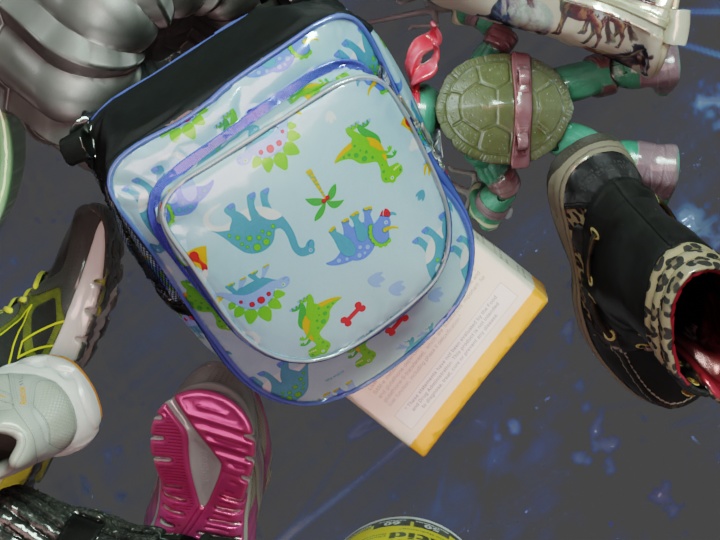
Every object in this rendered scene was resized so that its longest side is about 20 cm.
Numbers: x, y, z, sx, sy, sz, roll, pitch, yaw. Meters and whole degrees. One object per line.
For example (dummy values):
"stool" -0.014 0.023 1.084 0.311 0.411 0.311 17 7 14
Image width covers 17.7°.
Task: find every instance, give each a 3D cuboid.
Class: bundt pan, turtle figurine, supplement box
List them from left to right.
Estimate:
"bundt pan" -0.114 -0.134 1.343 0.202 0.202 0.076 -48 52 8
"supplement box" 0.000 0.000 1.413 0.200 0.074 0.126 39 97 -2
"turtle figurine" 0.090 -0.093 1.388 0.198 0.101 0.151 2 103 -4

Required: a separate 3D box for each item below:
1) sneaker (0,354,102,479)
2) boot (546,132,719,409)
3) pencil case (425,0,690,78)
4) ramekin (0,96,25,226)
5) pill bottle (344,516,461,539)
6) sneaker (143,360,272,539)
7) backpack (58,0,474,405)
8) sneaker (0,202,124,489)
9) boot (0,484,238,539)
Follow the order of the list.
"sneaker" -0.258 0.098 1.380 0.199 0.092 0.076 -14 99 29
"boot" 0.182 0.030 1.335 0.073 0.151 0.201 -27 125 -8
"pencil case" 0.092 -0.173 1.325 0.199 0.090 0.078 17 114 -1
"ramekin" -0.300 -0.076 1.416 0.198 0.098 0.202 1 97 5
"pill bottle" 0.021 0.220 1.374 0.110 0.200 0.112 0 97 4
"sneaker" -0.092 0.142 1.437 0.081 0.088 0.201 17 120 5
"backpack" -0.033 -0.029 1.279 0.182 0.147 0.201 -34 119 -2
"sneaker" -0.211 0.046 1.435 0.084 0.074 0.201 23 98 2
"boot" -0.164 0.241 1.368 0.157 0.079 0.213 9 73 5
